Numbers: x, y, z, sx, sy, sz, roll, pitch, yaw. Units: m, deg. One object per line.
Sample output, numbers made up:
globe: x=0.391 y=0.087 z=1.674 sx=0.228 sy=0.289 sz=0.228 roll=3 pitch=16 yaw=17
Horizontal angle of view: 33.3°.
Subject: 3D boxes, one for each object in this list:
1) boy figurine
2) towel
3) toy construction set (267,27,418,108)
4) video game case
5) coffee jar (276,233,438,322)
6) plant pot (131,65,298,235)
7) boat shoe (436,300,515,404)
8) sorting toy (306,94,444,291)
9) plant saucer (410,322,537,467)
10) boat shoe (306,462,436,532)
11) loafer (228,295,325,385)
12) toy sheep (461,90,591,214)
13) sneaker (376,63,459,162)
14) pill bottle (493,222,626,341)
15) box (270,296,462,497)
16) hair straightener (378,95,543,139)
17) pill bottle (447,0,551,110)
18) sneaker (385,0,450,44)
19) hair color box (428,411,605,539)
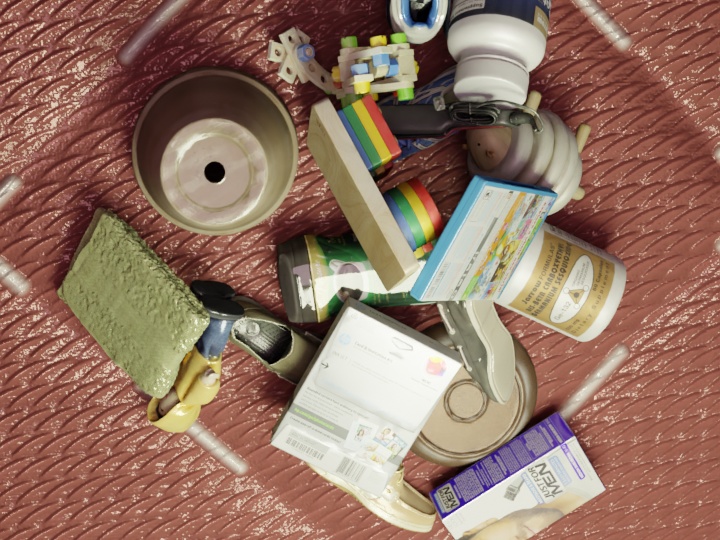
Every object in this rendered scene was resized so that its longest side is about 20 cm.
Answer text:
boy figurine: x=-0.202 y=0.107 z=1.448 sx=0.064 sy=0.125 sz=0.201 roll=8 pitch=122 yaw=-32
towel: x=-0.267 y=0.036 z=1.406 sx=0.200 sy=0.036 sz=0.149 roll=44 pitch=120 yaw=17
toy construction set: x=-0.013 y=-0.224 z=1.361 sx=0.130 sy=0.199 sz=0.093 roll=-11 pitch=109 yaw=-38
video game case: x=0.137 y=-0.031 z=1.305 sx=0.018 sy=0.200 sz=0.144 roll=36 pitch=107 yaw=26
coffee jar: x=0.000 y=0.000 z=1.455 sx=0.198 sy=0.085 sz=0.105 roll=-9 pitch=107 yaw=-5
plant pot: x=-0.163 y=-0.124 z=1.363 sx=0.198 sy=0.174 sz=0.202 roll=-2 pitch=104 yaw=-7
boat shoe: x=0.141 y=0.082 z=1.463 sx=0.057 sy=0.067 sz=0.201 roll=9 pitch=138 yaw=33
sorting toy: x=0.020 y=-0.088 z=1.315 sx=0.069 sy=0.200 sz=0.200 roll=-28 pitch=87 yaw=-7
plant saucer: x=0.132 y=0.162 z=1.538 sx=0.198 sy=0.032 sz=0.202 roll=-1 pitch=104 yaw=-5
boat shoe: x=0.022 y=0.259 z=1.526 sx=0.199 sy=0.074 sz=0.069 roll=33 pitch=104 yaw=-12
loafer: x=-0.088 y=0.104 z=1.478 sx=0.199 sy=0.070 sz=0.076 roll=28 pitch=99 yaw=-12
toy sheep: x=0.201 y=-0.131 z=1.426 sx=0.199 sy=0.138 sz=0.138 roll=25 pitch=100 yaw=-31
sneaker: x=0.071 y=-0.183 z=1.423 sx=0.199 sy=0.077 sz=0.076 roll=-34 pitch=106 yaw=4
pill bottle: x=0.210 y=-0.002 z=1.463 sx=0.199 sy=0.114 sz=0.115 roll=24 pitch=100 yaw=-11
box: x=0.005 y=0.153 z=1.439 sx=0.155 sy=0.041 sz=0.201 roll=27 pitch=107 yaw=-10
hair straightener: x=0.104 y=-0.166 z=1.334 sx=0.199 sy=0.077 sz=0.041 roll=6 pitch=87 yaw=23
pill bottle: x=0.157 y=-0.287 z=1.350 sx=0.110 sy=0.111 sz=0.202 roll=12 pitch=73 yaw=-9
sneaker: x=0.070 y=-0.354 z=1.344 sx=0.080 sy=0.147 sz=0.202 roll=4 pitch=104 yaw=-7
hair color box: x=0.201 y=0.284 z=1.546 sx=0.199 sy=0.065 sz=0.110 roll=-32 pitch=121 yaw=4
